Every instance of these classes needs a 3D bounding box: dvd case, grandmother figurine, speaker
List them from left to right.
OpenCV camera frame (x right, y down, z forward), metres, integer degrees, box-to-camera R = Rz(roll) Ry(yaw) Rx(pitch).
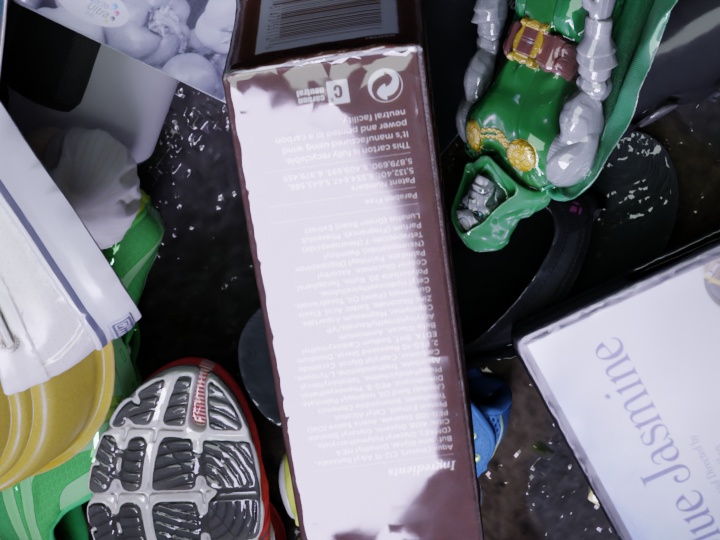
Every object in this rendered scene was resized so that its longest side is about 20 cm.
[{"bbox_3d":[-0.179,-0.062,0.864,0.199,0.061,0.122,23,139,0],"label":"grandmother figurine"},{"bbox_3d":[-0.088,-0.147,0.885,0.081,0.081,0.201,23,113,1],"label":"speaker"},{"bbox_3d":[0.178,0.042,0.876,0.199,0.018,0.143,-26,109,15],"label":"dvd case"}]

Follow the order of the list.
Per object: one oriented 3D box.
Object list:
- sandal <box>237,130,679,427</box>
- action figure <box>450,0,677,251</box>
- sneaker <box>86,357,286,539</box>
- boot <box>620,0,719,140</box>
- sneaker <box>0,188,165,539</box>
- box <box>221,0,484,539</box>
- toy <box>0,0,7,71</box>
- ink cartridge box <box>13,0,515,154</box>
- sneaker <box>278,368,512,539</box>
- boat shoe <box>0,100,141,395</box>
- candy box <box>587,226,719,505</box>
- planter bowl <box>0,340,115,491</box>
[{"bbox_3d":[0.044,0.007,0.902,0.200,0.048,0.076,-29,82,-2],"label":"sandal"},{"bbox_3d":[0.076,-0.101,0.793,0.118,0.054,0.201,26,100,46],"label":"action figure"},{"bbox_3d":[-0.068,0.112,0.968,0.076,0.085,0.201,4,127,10],"label":"sneaker"},{"bbox_3d":[0.148,-0.106,0.817,0.199,0.165,0.066,-21,83,17],"label":"boot"},{"bbox_3d":[-0.118,0.048,0.970,0.083,0.074,0.201,26,122,2],"label":"sneaker"},{"bbox_3d":[0.000,0.000,0.819,0.074,0.100,0.201,-8,113,3],"label":"box"},{"bbox_3d":[-0.157,-0.154,0.830,0.047,0.200,0.116,3,111,-13],"label":"toy"},{"bbox_3d":[-0.001,-0.147,0.837,0.197,0.043,0.200,24,113,-32],"label":"ink cartridge box"},{"bbox_3d":[0.020,0.100,0.960,0.104,0.076,0.201,-9,108,13],"label":"sneaker"},{"bbox_3d":[-0.161,-0.046,0.786,0.070,0.071,0.201,-35,95,-8],"label":"boat shoe"},{"bbox_3d":[0.189,0.030,0.912,0.115,0.055,0.201,27,112,-2],"label":"candy box"},{"bbox_3d":[-0.203,0.038,0.866,0.199,0.084,0.201,13,134,14],"label":"planter bowl"}]
